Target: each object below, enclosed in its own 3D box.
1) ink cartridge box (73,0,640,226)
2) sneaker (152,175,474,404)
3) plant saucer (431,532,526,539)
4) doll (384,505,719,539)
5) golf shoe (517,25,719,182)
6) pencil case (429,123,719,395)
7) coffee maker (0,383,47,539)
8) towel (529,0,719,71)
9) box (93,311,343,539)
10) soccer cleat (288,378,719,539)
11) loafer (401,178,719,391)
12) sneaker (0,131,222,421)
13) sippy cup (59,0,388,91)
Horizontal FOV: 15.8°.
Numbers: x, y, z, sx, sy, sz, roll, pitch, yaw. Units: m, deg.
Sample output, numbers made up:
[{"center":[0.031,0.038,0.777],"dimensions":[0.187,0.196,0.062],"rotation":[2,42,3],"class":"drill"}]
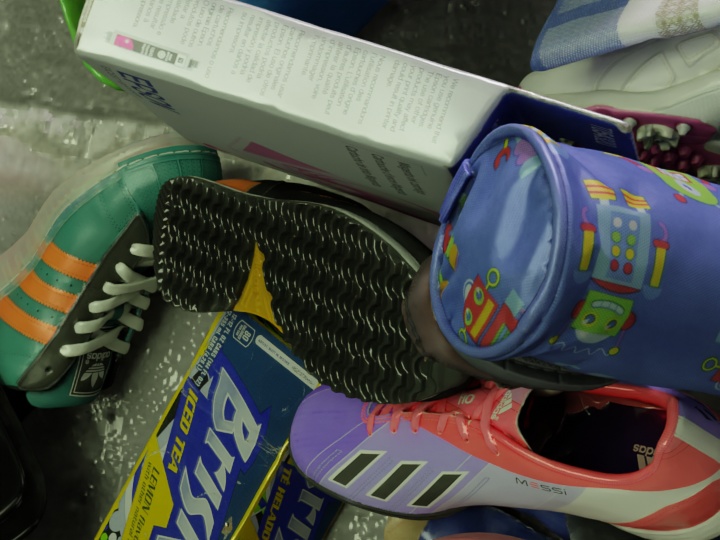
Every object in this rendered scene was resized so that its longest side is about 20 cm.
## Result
[{"center":[0.008,-0.052,0.993],"dimensions":[0.199,0.196,0.043],"rotation":[20,86,11],"class":"ink cartridge box"},{"center":[0.000,0.000,1.055],"dimensions":[0.200,0.090,0.070],"rotation":[22,110,49],"class":"sneaker"},{"center":[0.046,0.206,1.021],"dimensions":[0.200,0.051,0.202],"rotation":[8,102,43],"class":"plant saucer"},{"center":[0.100,0.126,1.028],"dimensions":[0.200,0.048,0.137],"rotation":[26,98,38],"class":"doll"},{"center":[0.154,-0.083,1.022],"dimensions":[0.199,0.075,0.092],"rotation":[-2,68,30],"class":"golf shoe"},{"center":[0.114,0.002,0.906],"dimensions":[0.087,0.199,0.078],"rotation":[48,119,47],"class":"pencil case"},{"center":[-0.241,0.123,1.204],"dimensions":[0.200,0.192,0.135],"rotation":[-26,24,43],"class":"coffee maker"},{"center":[0.171,-0.136,0.987],"dimensions":[0.199,0.024,0.147],"rotation":[-13,30,32],"class":"towel"},{"center":[-0.066,0.116,1.137],"dimensions":[0.070,0.064,0.201],"rotation":[36,104,33],"class":"box"},{"center":[0.052,0.061,1.007],"dimensions":[0.199,0.073,0.068],"rotation":[6,67,30],"class":"soccer cleat"},{"center":[0.078,0.011,0.977],"dimensions":[0.063,0.200,0.072],"rotation":[-23,83,41],"class":"loafer"},{"center":[-0.126,0.016,1.198],"dimensions":[0.200,0.071,0.080],"rotation":[-40,66,29],"class":"sneaker"},{"center":[-0.056,-0.154,1.145],"dimensions":[0.131,0.139,0.178],"rotation":[58,157,16],"class":"sippy cup"}]
